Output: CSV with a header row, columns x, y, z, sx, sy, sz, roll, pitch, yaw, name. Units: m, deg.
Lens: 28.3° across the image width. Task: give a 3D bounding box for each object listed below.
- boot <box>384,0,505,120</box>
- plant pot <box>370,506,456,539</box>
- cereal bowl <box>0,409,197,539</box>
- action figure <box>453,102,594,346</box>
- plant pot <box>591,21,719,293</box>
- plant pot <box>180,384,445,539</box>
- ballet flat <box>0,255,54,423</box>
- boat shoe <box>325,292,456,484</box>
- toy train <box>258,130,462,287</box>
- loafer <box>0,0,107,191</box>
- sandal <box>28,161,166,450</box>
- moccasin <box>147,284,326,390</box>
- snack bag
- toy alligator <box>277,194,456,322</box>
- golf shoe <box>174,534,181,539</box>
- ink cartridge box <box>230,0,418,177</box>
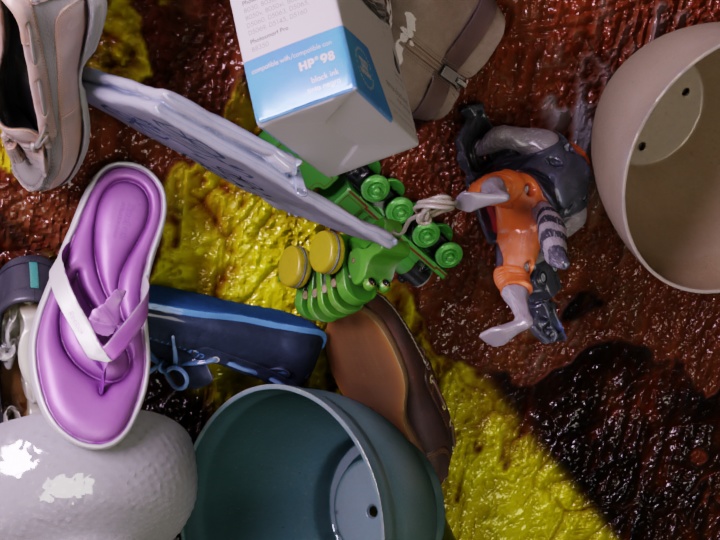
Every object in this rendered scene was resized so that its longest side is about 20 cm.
x,y,z,sx,sy,sz,roll,pitch,yaw,name
0.048,-0.206,0.994,0.145,0.070,0.201,25,104,-37,boot
0.016,0.330,1.167,0.179,0.200,0.201,-17,121,-8,plant pot
-0.208,0.176,1.004,0.198,0.084,0.201,-12,152,-6,cereal bowl
0.135,-0.025,1.050,0.104,0.194,0.201,-14,113,30,action figure
0.254,-0.103,1.083,0.198,0.135,0.202,-10,119,-18,plant pot
-0.020,0.184,1.066,0.133,0.200,0.202,2,117,-51,plant pot
-0.233,0.089,1.014,0.072,0.073,0.202,-5,117,-20,ballet flat
0.028,0.092,1.133,0.070,0.070,0.202,-50,136,-39,boat shoe
0.002,-0.052,1.062,0.056,0.042,0.200,-41,124,13,toy train
-0.206,-0.116,0.882,0.063,0.072,0.201,-36,162,-36,loafer
-0.173,0.015,0.948,0.081,0.050,0.205,9,67,-14,sandal
-0.115,0.057,1.038,0.198,0.080,0.069,13,98,-26,moccasin
-0.084,-0.075,0.928,0.199,0.188,0.022,29,86,-31,snack bag
0.000,0.000,1.003,0.059,0.199,0.055,8,72,-35,toy alligator
-0.164,0.247,1.127,0.199,0.094,0.078,-33,91,-31,golf shoe
-0.032,-0.173,0.875,0.066,0.202,0.116,-18,163,17,ink cartridge box
